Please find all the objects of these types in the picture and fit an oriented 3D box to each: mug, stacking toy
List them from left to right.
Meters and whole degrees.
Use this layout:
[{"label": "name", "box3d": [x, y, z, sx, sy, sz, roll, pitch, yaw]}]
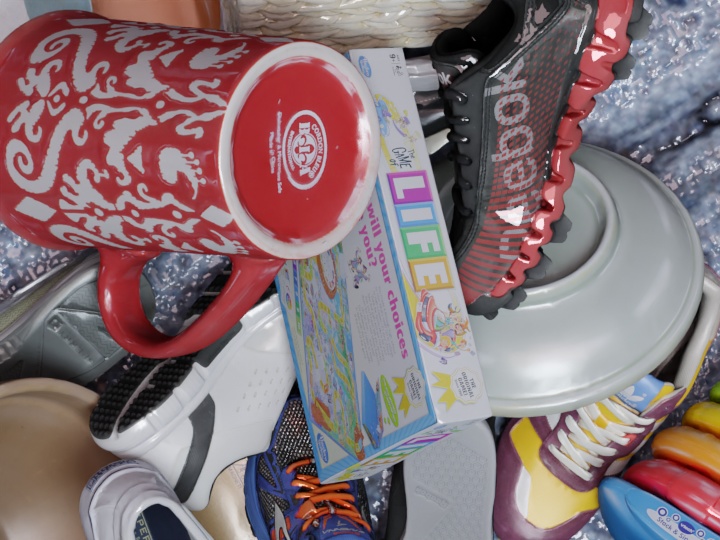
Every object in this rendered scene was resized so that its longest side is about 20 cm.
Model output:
[{"label": "mug", "box3d": [-0.085, -0.052, 1.175, 0.133, 0.200, 0.178, -45, 123, -30]}, {"label": "stacking toy", "box3d": [0.230, 0.089, 1.265, 0.116, 0.110, 0.200, 33, 77, 16]}]

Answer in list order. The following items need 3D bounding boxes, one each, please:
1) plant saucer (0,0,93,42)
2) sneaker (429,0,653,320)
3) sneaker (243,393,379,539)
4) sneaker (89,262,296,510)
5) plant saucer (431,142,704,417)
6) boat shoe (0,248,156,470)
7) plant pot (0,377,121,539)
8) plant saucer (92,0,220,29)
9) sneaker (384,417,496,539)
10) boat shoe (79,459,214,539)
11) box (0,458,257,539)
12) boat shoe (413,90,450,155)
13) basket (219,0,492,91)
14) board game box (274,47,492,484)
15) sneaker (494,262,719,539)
[{"label": "plant saucer", "box3d": [-0.248, -0.132, 1.259, 0.200, 0.039, 0.202, 0, 91, -2]}, {"label": "sneaker", "box3d": [0.071, -0.073, 1.144, 0.098, 0.071, 0.201, 14, 110, -15]}, {"label": "sneaker", "box3d": [-0.015, 0.154, 1.248, 0.075, 0.079, 0.200, 1, 56, -21]}, {"label": "sneaker", "box3d": [-0.067, 0.054, 1.275, 0.200, 0.074, 0.080, -44, 117, -25]}, {"label": "plant saucer", "box3d": [0.090, -0.012, 1.243, 0.199, 0.050, 0.201, -5, 49, 6]}, {"label": "boat shoe", "box3d": [-0.206, 0.057, 1.294, 0.202, 0.065, 0.074, -40, 112, 5]}, {"label": "plant pot", "box3d": [-0.200, 0.162, 1.233, 0.093, 0.201, 0.202, -9, 92, 40]}, {"label": "plant saucer", "box3d": [-0.164, -0.132, 1.299, 0.199, 0.037, 0.201, 0, 91, -2]}, {"label": "sneaker", "box3d": [0.047, 0.137, 1.297, 0.070, 0.099, 0.201, 6, 122, 1]}, {"label": "boat shoe", "box3d": [-0.092, 0.197, 1.210, 0.073, 0.065, 0.200, -34, 115, -15]}, {"label": "box", "box3d": [-0.112, 0.174, 1.312, 0.163, 0.021, 0.200, -28, 92, 0]}, {"label": "boat shoe", "box3d": [0.068, -0.118, 1.288, 0.200, 0.072, 0.068, -25, 96, 1]}, {"label": "basket", "box3d": [0.016, -0.214, 1.212, 0.197, 0.161, 0.201, -4, 69, -3]}, {"label": "board game box", "box3d": [0.000, 0.000, 1.190, 0.034, 0.134, 0.201, -6, 76, -30]}, {"label": "sneaker", "box3d": [0.138, 0.077, 1.284, 0.075, 0.090, 0.200, 31, 90, -2]}]
